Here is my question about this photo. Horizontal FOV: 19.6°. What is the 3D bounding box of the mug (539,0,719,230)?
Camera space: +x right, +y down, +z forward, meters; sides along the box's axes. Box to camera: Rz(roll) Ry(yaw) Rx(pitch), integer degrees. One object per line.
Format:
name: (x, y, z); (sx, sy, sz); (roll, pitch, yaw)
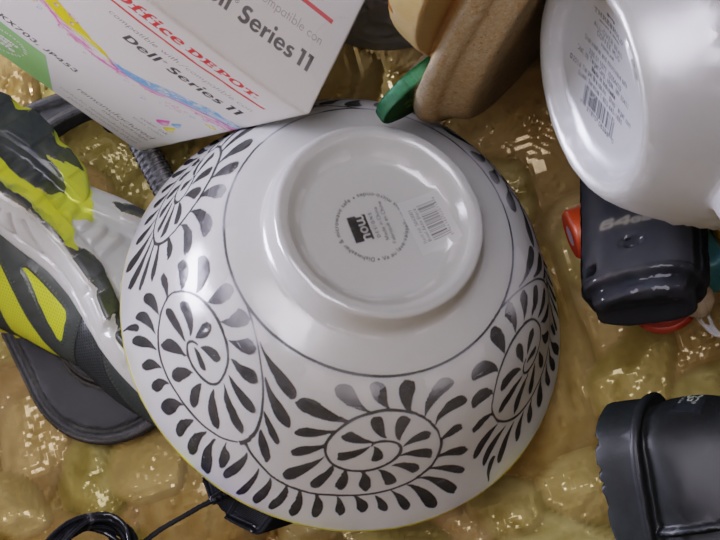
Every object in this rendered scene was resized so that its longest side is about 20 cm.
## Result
mug: (0.175, -0.069, 0.800); (0.174, 0.148, 0.201); (-13, 58, -18)

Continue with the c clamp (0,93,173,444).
c clamp: (-0.102, -0.010, 0.990); (0.170, 0.027, 0.201); (-38, 73, 9)

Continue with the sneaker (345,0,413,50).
sneaker: (0.011, -0.198, 0.907); (0.080, 0.200, 0.148); (5, 73, 4)

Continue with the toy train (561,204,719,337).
toy train: (0.189, -0.007, 0.899); (0.199, 0.056, 0.151); (20, 58, 27)

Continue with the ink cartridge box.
ink cartridge box: (-0.079, -0.116, 0.872); (0.199, 0.117, 0.068); (-6, 54, 58)

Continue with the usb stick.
usb stick: (0.121, -0.066, 0.900); (0.055, 0.033, 0.201); (-7, 53, 15)

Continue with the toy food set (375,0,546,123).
toy food set: (0.074, -0.141, 0.856); (0.049, 0.198, 0.200); (36, 69, 7)

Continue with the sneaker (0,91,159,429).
sneaker: (-0.131, 0.006, 0.955); (0.200, 0.074, 0.085); (47, 134, 5)

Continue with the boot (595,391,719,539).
boot: (0.188, 0.123, 0.811); (0.161, 0.073, 0.200); (-11, 98, 31)

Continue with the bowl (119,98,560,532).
bowl: (0.000, 0.000, 0.879); (0.199, 0.094, 0.203); (4, 65, -9)

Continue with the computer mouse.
computer mouse: (-0.067, 0.110, 0.906); (0.199, 0.034, 0.059); (-26, 57, -25)
